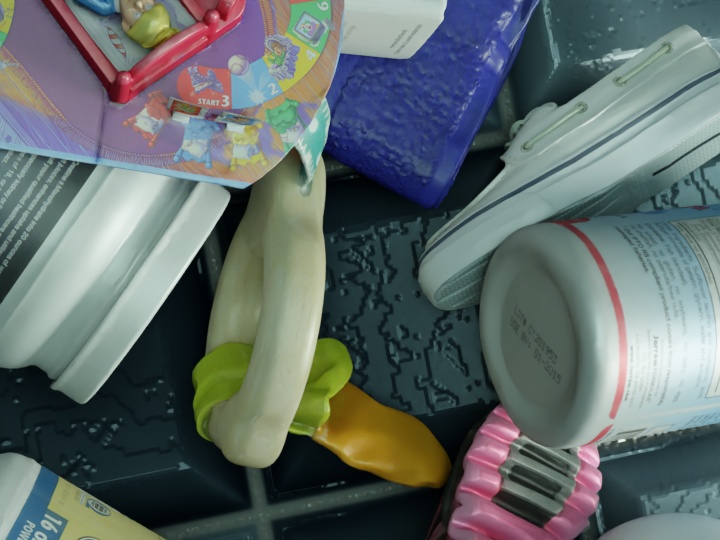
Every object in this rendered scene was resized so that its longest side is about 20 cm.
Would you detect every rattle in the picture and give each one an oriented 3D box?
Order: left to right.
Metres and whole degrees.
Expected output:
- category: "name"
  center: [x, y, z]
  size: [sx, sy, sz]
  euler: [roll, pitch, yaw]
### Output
- category: "rattle"
  center: [0.000, 0.000, 1.055]
  size: [0.142, 0.130, 0.201]
  euler: [15, 95, 0]

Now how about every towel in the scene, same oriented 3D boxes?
- category: "towel"
  center: [-0.017, -0.137, 1.111]
  size: [0.200, 0.050, 0.148]
  euler: [29, 75, -7]

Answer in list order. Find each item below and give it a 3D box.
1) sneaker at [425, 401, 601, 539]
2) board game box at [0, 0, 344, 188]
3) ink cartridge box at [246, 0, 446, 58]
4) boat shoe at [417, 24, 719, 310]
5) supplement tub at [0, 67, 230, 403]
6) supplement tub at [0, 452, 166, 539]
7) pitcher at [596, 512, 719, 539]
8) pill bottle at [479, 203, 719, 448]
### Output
- category: "sneaker"
  center: [0.053, 0.146, 1.093]
  size: [0.079, 0.095, 0.200]
  euler: [36, 56, -14]
- category: "board game box"
  center: [-0.102, -0.126, 0.957]
  size: [0.199, 0.039, 0.159]
  euler: [9, 80, -9]
- category: "ink cartridge box"
  center: [-0.061, -0.188, 1.041]
  size: [0.199, 0.083, 0.146]
  euler: [5, 80, -11]
- category: "boat shoe"
  center: [0.107, -0.053, 1.126]
  size: [0.200, 0.074, 0.067]
  euler: [-30, 65, -10]
- category: "supplement tub"
  center: [-0.176, -0.044, 1.026]
  size: [0.200, 0.140, 0.141]
  euler: [35, 81, -7]
- category: "supplement tub"
  center: [-0.119, 0.191, 1.022]
  size: [0.200, 0.145, 0.145]
  euler: [31, 82, -8]
- category: "pitcher"
  center: [0.143, 0.194, 1.043]
  size: [0.171, 0.200, 0.121]
  euler: [-37, 94, -10]
- category: "pill bottle"
  center: [0.168, 0.022, 1.091]
  size: [0.199, 0.109, 0.109]
  euler: [-6, 88, -28]
